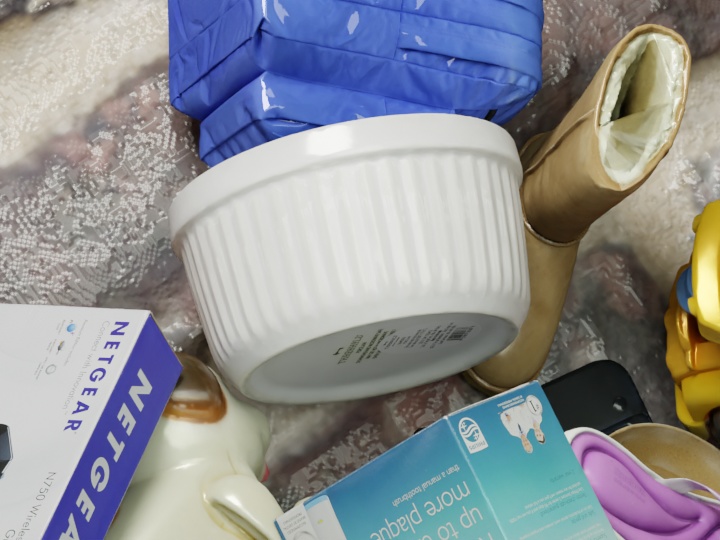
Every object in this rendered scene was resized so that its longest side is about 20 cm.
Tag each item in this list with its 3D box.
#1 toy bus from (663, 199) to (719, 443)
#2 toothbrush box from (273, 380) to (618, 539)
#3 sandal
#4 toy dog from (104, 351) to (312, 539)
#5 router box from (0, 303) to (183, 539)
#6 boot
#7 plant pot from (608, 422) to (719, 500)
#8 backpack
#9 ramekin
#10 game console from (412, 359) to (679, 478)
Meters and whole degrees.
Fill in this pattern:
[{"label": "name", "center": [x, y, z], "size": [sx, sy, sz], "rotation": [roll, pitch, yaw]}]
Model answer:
[{"label": "toy bus", "center": [0.246, 0.011, 1.554], "size": [0.199, 0.192, 0.137], "rotation": [-8, 64, 29]}, {"label": "toothbrush box", "center": [0.066, 0.181, 1.430], "size": [0.085, 0.146, 0.201], "rotation": [-19, 79, -48]}, {"label": "sandal", "center": [0.187, 0.147, 1.533], "size": [0.202, 0.050, 0.083], "rotation": [28, 50, -30]}, {"label": "toy dog", "center": [-0.108, 0.147, 1.508], "size": [0.193, 0.140, 0.201], "rotation": [11, 64, -11]}, {"label": "router box", "center": [-0.211, 0.107, 1.447], "size": [0.178, 0.049, 0.201], "rotation": [1, 50, 28]}, {"label": "boot", "center": [0.115, -0.031, 1.562], "size": [0.066, 0.200, 0.176], "rotation": [16, 73, -10]}, {"label": "plant pot", "center": [0.183, 0.185, 1.564], "size": [0.199, 0.027, 0.201], "rotation": [23, 51, -33]}, {"label": "backpack", "center": [0.003, -0.126, 1.587], "size": [0.199, 0.162, 0.169], "rotation": [3, 81, -25]}, {"label": "ramekin", "center": [0.000, 0.000, 1.513], "size": [0.199, 0.200, 0.106], "rotation": [-8, 72, -15]}, {"label": "game console", "center": [0.130, 0.158, 1.562], "size": [0.170, 0.118, 0.201], "rotation": [-23, 83, -17]}]
